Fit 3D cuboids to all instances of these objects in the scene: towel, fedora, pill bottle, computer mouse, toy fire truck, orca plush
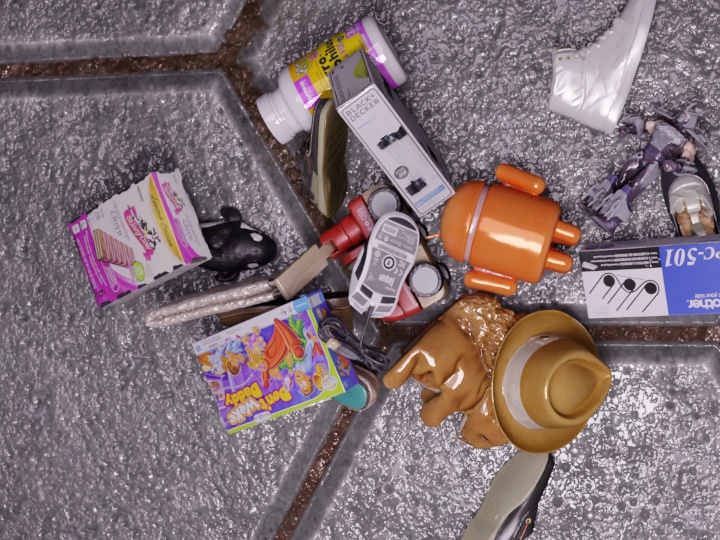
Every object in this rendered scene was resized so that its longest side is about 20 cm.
[{"bbox_3d":[-0.194,0.038,1.566,0.198,0.132,0.035,-14,93,11],"label":"towel"},{"bbox_3d":[0.260,0.147,1.447,0.081,0.199,0.203,1,92,55],"label":"fedora"},{"bbox_3d":[-0.042,-0.256,1.541,0.199,0.104,0.105,-31,85,11],"label":"pill bottle"},{"bbox_3d":[0.020,0.022,1.450,0.109,0.044,0.202,23,84,-20],"label":"computer mouse"},{"bbox_3d":[0.000,0.000,1.526,0.199,0.129,0.177,-30,86,12],"label":"toy fire truck"},{"bbox_3d":[-0.222,-0.046,1.600,0.198,0.071,0.106,25,96,10],"label":"orca plush"}]

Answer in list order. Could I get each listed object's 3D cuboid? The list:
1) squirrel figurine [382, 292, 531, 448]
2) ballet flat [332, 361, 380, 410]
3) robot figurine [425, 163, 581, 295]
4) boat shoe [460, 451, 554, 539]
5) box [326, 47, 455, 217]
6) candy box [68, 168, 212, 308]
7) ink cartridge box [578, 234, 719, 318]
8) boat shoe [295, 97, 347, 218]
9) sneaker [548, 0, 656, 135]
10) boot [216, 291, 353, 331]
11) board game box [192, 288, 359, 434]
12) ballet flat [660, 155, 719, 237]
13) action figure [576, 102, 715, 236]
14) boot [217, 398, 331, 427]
[{"bbox_3d":[0.160,0.138,1.496,0.200,0.142,0.187,-44,89,12],"label":"squirrel figurine"},{"bbox_3d":[-0.059,0.131,1.537,0.199,0.067,0.069,30,116,17],"label":"ballet flat"},{"bbox_3d":[0.192,-0.054,1.493,0.198,0.117,0.145,16,128,10],"label":"robot figurine"},{"bbox_3d":[0.205,0.331,1.529,0.063,0.074,0.203,33,88,-27],"label":"boat shoe"},{"bbox_3d":[0.040,-0.180,1.471,0.060,0.117,0.200,-33,121,13],"label":"box"},{"bbox_3d":[-0.315,-0.043,1.587,0.199,0.061,0.138,-24,86,36],"label":"candy box"},{"bbox_3d":[0.387,0.008,1.446,0.198,0.044,0.095,-4,104,32],"label":"ink cartridge box"},{"bbox_3d":[-0.058,-0.154,1.517,0.065,0.202,0.072,22,55,17],"label":"boat shoe"},{"bbox_3d":[0.313,-0.294,1.482,0.114,0.074,0.202,19,97,7],"label":"sneaker"},{"bbox_3d":[-0.107,0.076,1.585,0.197,0.074,0.076,-3,101,10],"label":"boot"},{"bbox_3d":[-0.115,0.124,1.499,0.198,0.045,0.136,-23,91,28],"label":"board game box"},{"bbox_3d":[0.441,-0.063,1.464,0.072,0.073,0.203,-12,89,12],"label":"ballet flat"},{"bbox_3d":[0.373,-0.139,1.459,0.200,0.069,0.130,-50,38,10],"label":"action figure"},{"bbox_3d":[-0.115,0.153,1.584,0.198,0.074,0.097,-14,86,8],"label":"boot"}]
